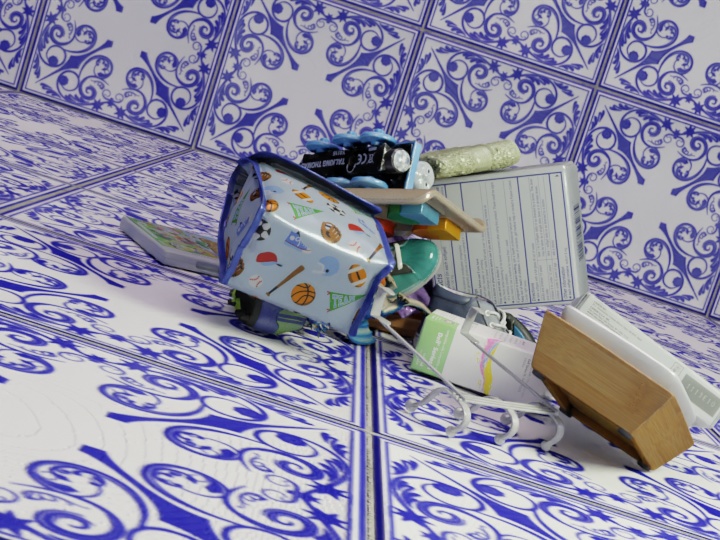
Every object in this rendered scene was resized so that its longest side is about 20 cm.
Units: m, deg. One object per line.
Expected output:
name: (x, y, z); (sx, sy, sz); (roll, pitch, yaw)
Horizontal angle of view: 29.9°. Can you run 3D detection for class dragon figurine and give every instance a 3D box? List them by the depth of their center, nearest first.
dragon figurine: (0.003, 0.050, 1.631); (0.200, 0.099, 0.059); (23, 25, -52)

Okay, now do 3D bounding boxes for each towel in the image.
towel: (0.103, -0.142, 1.789); (0.148, 0.037, 0.200); (-12, 7, -30)

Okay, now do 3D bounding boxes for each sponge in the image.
sponge: (0.057, 0.006, 1.819); (0.112, 0.030, 0.200); (55, 14, 7)

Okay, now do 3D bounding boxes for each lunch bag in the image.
lunch bag: (-0.065, -0.044, 1.490); (0.170, 0.124, 0.200); (25, 20, -18)

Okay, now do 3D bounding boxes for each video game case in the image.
video game case: (-0.219, -0.024, 1.858); (0.181, 0.022, 0.200); (14, 8, -29)

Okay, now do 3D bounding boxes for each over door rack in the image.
over door rack: (0.104, 0.110, 1.402); (0.147, 0.067, 0.200); (13, 30, -38)

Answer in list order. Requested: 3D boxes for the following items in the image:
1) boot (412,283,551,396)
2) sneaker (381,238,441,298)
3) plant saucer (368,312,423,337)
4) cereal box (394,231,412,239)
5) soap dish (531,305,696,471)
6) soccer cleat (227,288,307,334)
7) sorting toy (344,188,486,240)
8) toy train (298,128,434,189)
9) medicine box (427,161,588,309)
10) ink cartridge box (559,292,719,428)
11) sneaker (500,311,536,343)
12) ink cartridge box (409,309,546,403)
boot: (0.169, 0.088, 1.702); (0.199, 0.091, 0.073); (20, 7, 12)
sneaker: (0.000, 0.000, 1.681); (0.199, 0.072, 0.080); (-18, -31, 16)
plant saucer: (0.022, 0.052, 1.848); (0.199, 0.032, 0.200); (19, 7, -2)
cereal box: (-0.021, -0.047, 1.935); (0.143, 0.200, 0.040); (14, 51, -34)
soap dish: (0.265, 0.128, 1.411); (0.157, 0.081, 0.200); (35, -7, 28)
soccer cleat: (-0.105, 0.030, 1.567); (0.083, 0.065, 0.200); (16, 12, -13)
sorting toy: (0.037, -0.067, 1.651); (0.184, 0.037, 0.200); (2, -8, 26)
toy train: (0.006, -0.123, 1.702); (0.114, 0.087, 0.200); (20, -15, -39)
medicine box: (0.194, -0.044, 1.808); (0.199, 0.183, 0.103); (-5, 6, 17)
ink cartridge box: (0.316, 0.107, 1.557); (0.200, 0.044, 0.174); (37, -4, 4)
sneaker: (0.199, 0.090, 1.830); (0.082, 0.074, 0.200); (14, 8, -24)
ink cartridge box: (0.168, 0.113, 1.604); (0.199, 0.068, 0.117); (19, 6, 8)
